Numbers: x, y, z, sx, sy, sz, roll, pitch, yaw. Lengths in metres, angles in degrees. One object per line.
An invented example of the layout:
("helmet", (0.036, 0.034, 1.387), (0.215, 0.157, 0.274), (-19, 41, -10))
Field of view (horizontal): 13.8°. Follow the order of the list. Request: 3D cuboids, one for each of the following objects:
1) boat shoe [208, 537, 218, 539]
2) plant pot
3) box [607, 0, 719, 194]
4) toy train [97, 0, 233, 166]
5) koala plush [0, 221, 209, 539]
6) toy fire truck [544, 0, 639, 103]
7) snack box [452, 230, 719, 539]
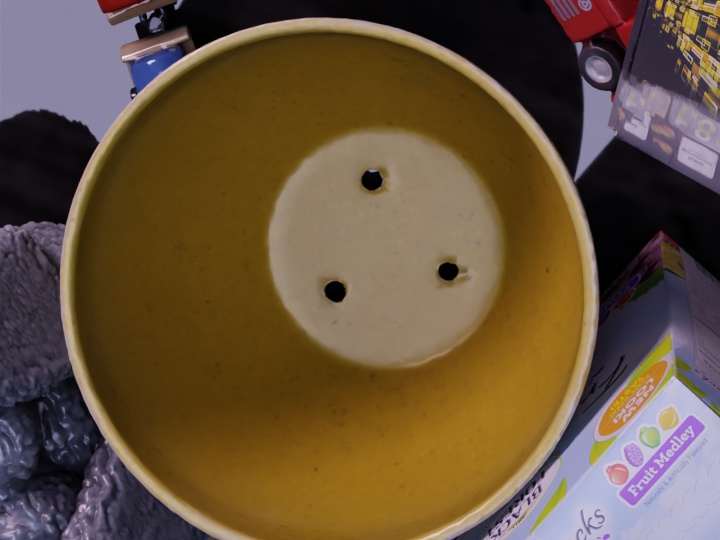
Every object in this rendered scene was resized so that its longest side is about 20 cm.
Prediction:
("boat shoe", (-0.056, 0.125, 1.237), (0.200, 0.063, 0.073), (-40, 100, 12))
("plant pot", (0.000, 0.000, 1.149), (0.199, 0.142, 0.201), (1, 98, 11))
("box", (0.192, -0.071, 1.039), (0.200, 0.049, 0.162), (31, 141, 18))
("toy train", (-0.093, -0.124, 1.176), (0.034, 0.046, 0.201), (-18, 104, 8))
("koala plush", (-0.166, 0.085, 1.201), (0.200, 0.184, 0.178), (-30, 104, 33))
("toy fire truck", (0.102, -0.163, 1.113), (0.141, 0.049, 0.200), (-21, 107, 49))
("snack box", (0.085, 0.088, 1.147), (0.068, 0.200, 0.169), (39, 104, -8))
